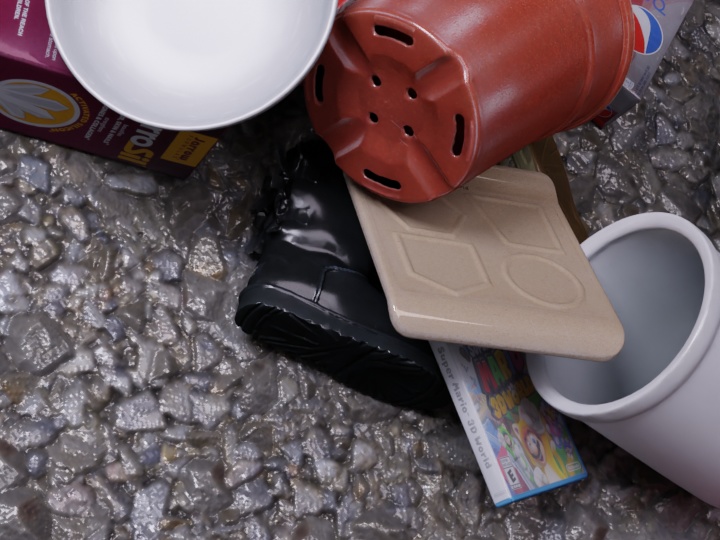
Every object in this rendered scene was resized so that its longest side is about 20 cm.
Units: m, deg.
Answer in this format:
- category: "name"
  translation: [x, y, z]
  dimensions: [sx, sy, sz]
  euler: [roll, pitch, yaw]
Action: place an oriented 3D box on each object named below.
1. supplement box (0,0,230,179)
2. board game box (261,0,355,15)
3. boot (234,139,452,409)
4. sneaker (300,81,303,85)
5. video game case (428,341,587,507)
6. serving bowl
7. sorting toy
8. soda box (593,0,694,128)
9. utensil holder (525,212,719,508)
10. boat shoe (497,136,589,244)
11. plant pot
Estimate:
- category: "supplement box"
  translation: [-0.198, -0.149, 1.147]
  dimensions: [0.200, 0.110, 0.086]
  euler: [15, 64, -19]
- category: "board game box"
  translation: [-0.092, -0.244, 1.180]
  dimensions: [0.200, 0.046, 0.152]
  euler: [33, 38, 5]
- category: "boot"
  translation: [0.000, 0.001, 1.208]
  dimensions: [0.198, 0.073, 0.163]
  euler: [26, 54, -16]
- category: "sneaker"
  translation: [-0.071, -0.240, 1.267]
  dimensions: [0.115, 0.078, 0.200]
  euler: [-35, 86, -34]
- category: "video game case"
  translation: [0.104, 0.078, 1.212]
  dimensions: [0.143, 0.018, 0.200]
  euler: [-2, 67, -59]
- category: "serving bowl"
  translation: [-0.111, -0.191, 1.072]
  dimensions: [0.200, 0.066, 0.200]
  euler: [0, 87, 5]
- category: "sorting toy"
  translation: [0.086, -0.011, 1.167]
  dimensions: [0.185, 0.036, 0.200]
  euler: [8, 39, -20]
- category: "soda box"
  translation: [0.248, -0.227, 1.422]
  dimensions: [0.070, 0.063, 0.200]
  euler: [37, 58, -8]
- category: "utensil holder"
  translation: [0.255, 0.076, 1.210]
  dimensions: [0.200, 0.170, 0.170]
  euler: [34, 56, -35]
- category: "boat shoe"
  translation: [0.148, -0.028, 1.299]
  dimensions: [0.073, 0.063, 0.200]
  euler: [11, 62, -56]
- category: "plant pot"
  translation: [0.072, -0.155, 1.162]
  dimensions: [0.201, 0.201, 0.195]
  euler: [49, 46, 0]
